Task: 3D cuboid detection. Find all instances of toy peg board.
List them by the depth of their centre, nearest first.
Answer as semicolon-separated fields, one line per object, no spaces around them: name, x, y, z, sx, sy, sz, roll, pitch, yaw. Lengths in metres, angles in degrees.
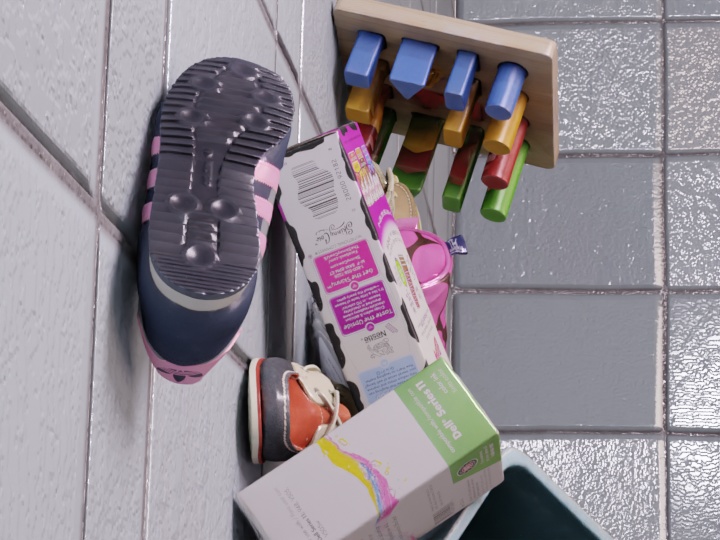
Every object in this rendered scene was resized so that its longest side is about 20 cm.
toy peg board;0.070;-0.135;1.795;0.199;0.200;0.098;78;28;-63

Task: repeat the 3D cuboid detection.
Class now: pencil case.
pencil case;0.037;0.058;1.640;0.094;0.091;0.200;-98;-172;-52

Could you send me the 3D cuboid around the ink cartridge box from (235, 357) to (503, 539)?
ink cartridge box;-0.008;0.151;1.288;0.067;0.200;0.117;54;-8;21

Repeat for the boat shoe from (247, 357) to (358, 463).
boat shoe;-0.037;0.098;1.343;0.200;0.063;0.071;48;44;-79

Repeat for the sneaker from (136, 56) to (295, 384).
sneaker;-0.079;-0.029;0.998;0.200;0.070;0.082;-78;-176;-50

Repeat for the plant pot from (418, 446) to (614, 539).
plant pot;0.077;0.279;1.412;0.196;0.196;0.200;-52;-171;-35

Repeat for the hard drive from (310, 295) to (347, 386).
hard drive;0.001;0.132;1.591;0.140;0.038;0.200;-123;-157;-53

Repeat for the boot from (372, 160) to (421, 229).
boot;0.008;-0.044;1.708;0.155;0.072;0.200;84;16;-44

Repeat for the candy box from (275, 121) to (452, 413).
candy box;0.000;0.000;1.407;0.136;0.061;0.200;-46;114;-81
